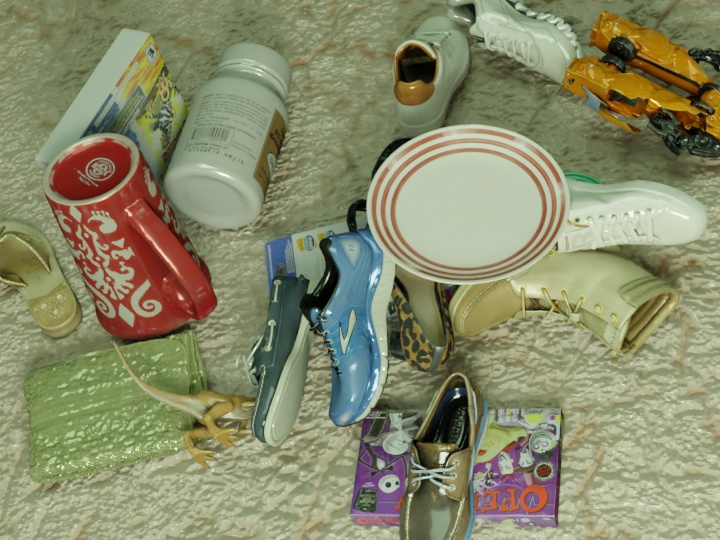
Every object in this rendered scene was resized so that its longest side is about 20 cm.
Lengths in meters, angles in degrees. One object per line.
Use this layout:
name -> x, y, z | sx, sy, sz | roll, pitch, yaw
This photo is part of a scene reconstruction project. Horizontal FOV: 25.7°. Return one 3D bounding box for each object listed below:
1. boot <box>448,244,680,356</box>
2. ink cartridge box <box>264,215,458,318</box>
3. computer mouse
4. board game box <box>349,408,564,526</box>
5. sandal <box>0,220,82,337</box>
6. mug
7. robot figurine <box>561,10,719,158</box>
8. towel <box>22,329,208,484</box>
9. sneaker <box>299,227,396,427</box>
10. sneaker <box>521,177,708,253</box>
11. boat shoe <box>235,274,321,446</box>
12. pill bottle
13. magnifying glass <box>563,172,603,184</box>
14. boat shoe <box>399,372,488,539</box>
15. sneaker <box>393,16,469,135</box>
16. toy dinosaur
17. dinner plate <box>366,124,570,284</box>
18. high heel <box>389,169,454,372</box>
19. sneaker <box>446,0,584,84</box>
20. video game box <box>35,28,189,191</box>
boot -> 0.202, 0.036, 1.582 | 0.200, 0.073, 0.155 | -30, 51, -19
ink cartridge box -> 0.000, 0.000, 1.691 | 0.200, 0.042, 0.120 | -12, 53, 4
computer mouse -> 0.031, -0.083, 1.718 | 0.059, 0.034, 0.200 | 8, 37, 19
board game box -> 0.095, 0.191, 1.530 | 0.200, 0.032, 0.120 | -2, 58, 15
sandal -> -0.386, -0.013, 1.796 | 0.078, 0.070, 0.212 | -35, 52, -11
mug -> -0.233, -0.039, 1.678 | 0.177, 0.200, 0.134 | 2, 48, 21
robot figurine -> 0.327, -0.196, 1.701 | 0.200, 0.058, 0.145 | 29, 64, 9
towel -> -0.256, 0.145, 1.660 | 0.200, 0.037, 0.149 | -15, 52, 2
sneaker -> -0.022, 0.056, 1.566 | 0.089, 0.200, 0.079 | 0, 8, -21
sneaker -> 0.240, -0.042, 1.562 | 0.200, 0.073, 0.085 | 7, 44, 25
boat shoe -> -0.085, 0.086, 1.583 | 0.062, 0.075, 0.200 | 7, 57, 10
pill bottle -> -0.144, -0.158, 1.804 | 0.114, 0.114, 0.200 | 3, 56, 19
magnifying glass -> 0.170, -0.073, 1.707 | 0.200, 0.022, 0.080 | 2, 55, 19
boat shoe -> 0.072, 0.186, 1.475 | 0.072, 0.072, 0.200 | 1, 56, 17
sneaker -> 0.081, -0.246, 1.805 | 0.073, 0.085, 0.200 | -2, 42, 14
toy dinosaur -> -0.159, 0.141, 1.604 | 0.200, 0.060, 0.106 | 8, 40, -12
dinner plate -> 0.106, -0.063, 1.552 | 0.200, 0.024, 0.200 | -4, 54, 5
high heel -> 0.061, -0.002, 1.561 | 0.071, 0.143, 0.200 | -3, 93, -14
sneaker -> 0.177, -0.268, 1.804 | 0.081, 0.075, 0.200 | -24, 51, -27
video game box -> -0.269, -0.138, 1.783 | 0.047, 0.182, 0.200 | 14, 60, 24
